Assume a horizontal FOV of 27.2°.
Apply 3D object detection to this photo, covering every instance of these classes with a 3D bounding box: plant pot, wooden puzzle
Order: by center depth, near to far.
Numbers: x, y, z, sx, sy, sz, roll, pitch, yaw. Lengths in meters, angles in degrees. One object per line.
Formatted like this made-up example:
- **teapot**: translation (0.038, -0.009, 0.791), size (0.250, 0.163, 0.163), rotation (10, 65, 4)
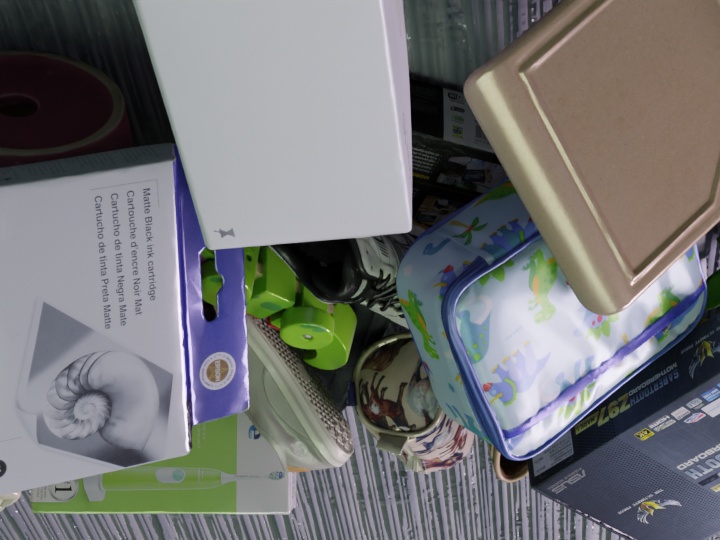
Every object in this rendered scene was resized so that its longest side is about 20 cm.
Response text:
- **wooden puzzle**: translation (0.173, -0.100, 0.890), size (0.200, 0.037, 0.186), rotation (-38, 118, -10)
- **plant pot**: translation (-0.220, -0.034, 0.969), size (0.198, 0.201, 0.180), rotation (6, 126, -7)

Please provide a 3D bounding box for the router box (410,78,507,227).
- **router box**: translation (0.000, -0.069, 1.016), size (0.198, 0.051, 0.149), rotation (13, 141, -15)

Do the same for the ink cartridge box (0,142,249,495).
- **ink cartridge box**: translation (-0.154, 0.028, 0.903), size (0.198, 0.041, 0.202), rotation (-12, 115, -24)

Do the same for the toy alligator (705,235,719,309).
- **toy alligator**: translation (0.329, -0.025, 1.073), size (0.198, 0.059, 0.055), rotation (-18, 97, 9)

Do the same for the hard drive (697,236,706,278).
- **hard drive**: translation (0.154, 0.003, 1.077), size (0.198, 0.026, 0.132), rotation (-21, 140, -2)

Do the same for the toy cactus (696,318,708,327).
- **toy cactus**: translation (0.206, 0.109, 1.167), size (0.164, 0.102, 0.201), rotation (-19, 147, -45)

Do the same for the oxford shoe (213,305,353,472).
- **oxford shoe**: translation (-0.077, 0.063, 1.089), size (0.057, 0.201, 0.075), rotation (-31, 176, 17)

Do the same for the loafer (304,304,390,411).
- **loafer**: translation (-0.018, 0.046, 1.156), size (0.070, 0.068, 0.201), rotation (23, 142, 2)

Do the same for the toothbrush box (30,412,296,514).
- **toothbrush box**: translation (-0.149, 0.114, 1.159), size (0.198, 0.147, 0.086), rotation (-1, 174, 2)

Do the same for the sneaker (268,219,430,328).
- **sneaker**: translation (0.000, 0.000, 0.964), size (0.199, 0.088, 0.076), rotation (34, 123, -23)

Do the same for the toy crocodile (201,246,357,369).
- **toy crocodile**: translation (-0.071, 0.007, 1.021), size (0.061, 0.068, 0.199), rotation (-23, 140, 35)

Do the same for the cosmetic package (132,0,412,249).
- **cosmetic package**: translation (-0.039, -0.153, 0.794), size (0.122, 0.201, 0.200), rotation (-3, 142, 5)

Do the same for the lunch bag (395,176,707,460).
- **lunch bag**: translation (0.131, 0.015, 0.966), size (0.199, 0.082, 0.162), rotation (-33, 124, -19)

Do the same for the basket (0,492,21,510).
- **basket**: translation (-0.326, 0.089, 1.109), size (0.135, 0.202, 0.123), rotation (-29, 139, 33)

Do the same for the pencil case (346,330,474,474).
- **pencil case**: translation (0.043, 0.110, 1.164), size (0.077, 0.090, 0.200), rotation (24, 170, 16)

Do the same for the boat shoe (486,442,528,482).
- **boat shoe**: translation (0.152, 0.104, 1.219), size (0.071, 0.065, 0.201), rotation (7, 141, -8)

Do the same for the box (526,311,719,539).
- **box**: translation (0.242, 0.123, 1.063), size (0.157, 0.051, 0.200), rotation (30, 130, -31)
